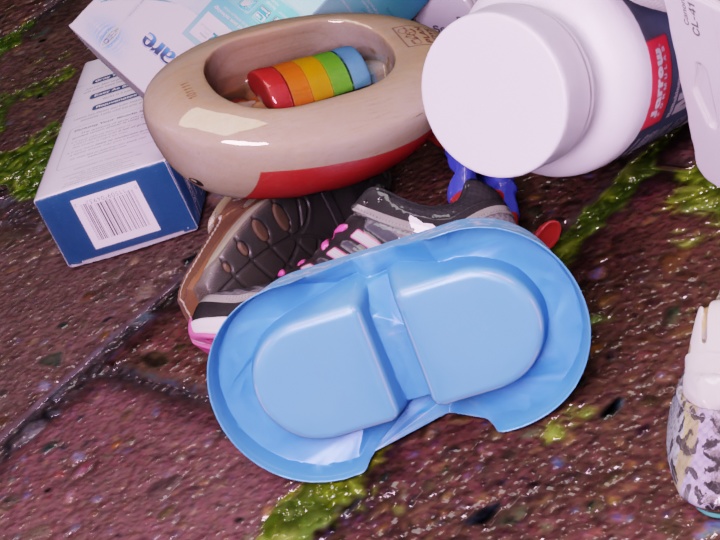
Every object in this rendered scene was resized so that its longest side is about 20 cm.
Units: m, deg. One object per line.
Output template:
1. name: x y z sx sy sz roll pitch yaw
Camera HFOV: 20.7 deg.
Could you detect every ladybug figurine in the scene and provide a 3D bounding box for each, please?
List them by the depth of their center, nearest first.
1. ladybug figurine: -0.030 -0.094 1.161 0.200 0.072 0.136 -14 39 -18

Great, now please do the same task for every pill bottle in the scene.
1. pill bottle: 0.124 -0.118 1.117 0.119 0.120 0.200 0 17 35

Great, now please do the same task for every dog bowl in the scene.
1. dog bowl: 0.020 0.036 1.021 0.200 0.112 0.050 -18 17 11

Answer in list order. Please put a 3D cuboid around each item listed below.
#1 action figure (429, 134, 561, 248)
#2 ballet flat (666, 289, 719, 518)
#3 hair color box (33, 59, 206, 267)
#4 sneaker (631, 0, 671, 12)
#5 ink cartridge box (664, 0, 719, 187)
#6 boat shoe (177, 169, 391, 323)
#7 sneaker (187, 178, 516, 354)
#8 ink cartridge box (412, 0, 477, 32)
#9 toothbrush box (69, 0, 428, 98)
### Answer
1. action figure: 0.083 -0.090 1.193 0.099 0.065 0.200 -54 25 15
2. ballet flat: 0.187 0.029 0.948 0.072 0.072 0.200 -3 36 32
3. hair color box: -0.156 -0.090 1.389 0.100 0.061 0.200 -16 31 14
4. sneaker: 0.203 -0.192 1.082 0.200 0.089 0.075 -6 44 -36
5. ink cartridge box: 0.274 -0.137 1.067 0.200 0.148 0.086 -35 41 -17
6. boat shoe: -0.054 -0.021 1.205 0.074 0.076 0.200 -8 25 36
7. sneaker: 0.000 0.000 1.091 0.199 0.074 0.088 -12 68 13
8. ink cartridge box: 0.078 -0.208 1.386 0.146 0.084 0.200 3 40 39
9. toothbrush box: -0.065 -0.176 1.281 0.200 0.085 0.146 -47 58 -1
